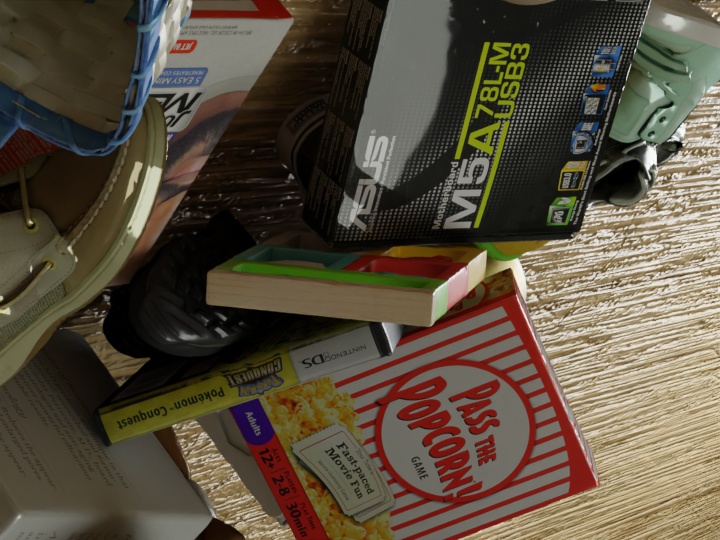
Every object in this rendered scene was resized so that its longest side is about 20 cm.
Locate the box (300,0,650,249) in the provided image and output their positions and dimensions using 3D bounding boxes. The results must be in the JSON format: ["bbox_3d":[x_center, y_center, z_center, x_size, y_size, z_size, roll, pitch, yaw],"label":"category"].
[{"bbox_3d":[0.074,-0.112,1.137,0.193,0.048,0.200,-3,120,-34],"label":"box"}]

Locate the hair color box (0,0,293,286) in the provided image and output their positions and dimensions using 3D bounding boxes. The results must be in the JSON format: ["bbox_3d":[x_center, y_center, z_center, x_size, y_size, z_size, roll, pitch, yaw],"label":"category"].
[{"bbox_3d":[-0.134,-0.077,0.995,0.111,0.064,0.200,-10,144,-50],"label":"hair color box"}]

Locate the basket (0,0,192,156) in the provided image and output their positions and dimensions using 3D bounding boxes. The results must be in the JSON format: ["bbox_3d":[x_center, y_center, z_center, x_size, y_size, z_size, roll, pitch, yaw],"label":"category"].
[{"bbox_3d":[-0.150,-0.114,0.785,0.176,0.139,0.200,110,7,-48],"label":"basket"}]

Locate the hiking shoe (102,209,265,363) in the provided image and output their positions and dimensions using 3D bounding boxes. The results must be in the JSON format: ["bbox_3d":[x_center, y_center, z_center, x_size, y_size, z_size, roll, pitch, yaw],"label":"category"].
[{"bbox_3d":[-0.112,0.028,1.133,0.101,0.076,0.200,-40,-178,13],"label":"hiking shoe"}]

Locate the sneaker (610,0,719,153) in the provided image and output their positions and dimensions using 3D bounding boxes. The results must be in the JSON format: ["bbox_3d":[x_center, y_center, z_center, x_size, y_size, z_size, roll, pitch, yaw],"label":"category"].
[{"bbox_3d":[0.218,-0.145,1.377,0.118,0.074,0.200,-53,157,13],"label":"sneaker"}]

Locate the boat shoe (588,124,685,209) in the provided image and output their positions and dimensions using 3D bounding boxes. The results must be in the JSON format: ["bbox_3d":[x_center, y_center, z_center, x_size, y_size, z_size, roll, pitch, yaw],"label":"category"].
[{"bbox_3d":[0.199,-0.078,1.474,0.200,0.071,0.072,-20,149,-41],"label":"boat shoe"}]

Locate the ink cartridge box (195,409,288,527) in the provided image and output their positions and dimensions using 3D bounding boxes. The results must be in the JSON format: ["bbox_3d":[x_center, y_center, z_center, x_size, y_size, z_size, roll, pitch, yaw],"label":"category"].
[{"bbox_3d":[-0.017,0.096,1.366,0.200,0.145,0.084,-3,136,-53],"label":"ink cartridge box"}]

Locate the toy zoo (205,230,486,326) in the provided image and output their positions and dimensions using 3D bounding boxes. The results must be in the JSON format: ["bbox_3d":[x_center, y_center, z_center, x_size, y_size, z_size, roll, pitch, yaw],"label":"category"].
[{"bbox_3d":[0.000,0.000,1.113,0.200,0.131,0.020,-32,127,-73],"label":"toy zoo"}]

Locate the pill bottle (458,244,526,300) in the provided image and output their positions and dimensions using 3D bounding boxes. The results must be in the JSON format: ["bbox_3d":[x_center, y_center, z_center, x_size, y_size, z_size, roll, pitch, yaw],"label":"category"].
[{"bbox_3d":[0.058,0.031,1.325,0.112,0.112,0.200,-56,-175,32],"label":"pill bottle"}]

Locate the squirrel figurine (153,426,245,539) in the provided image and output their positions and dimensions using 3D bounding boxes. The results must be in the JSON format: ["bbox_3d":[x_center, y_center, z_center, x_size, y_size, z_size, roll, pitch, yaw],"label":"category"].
[{"bbox_3d":[-0.194,0.228,1.354,0.187,0.142,0.200,-24,149,-20],"label":"squirrel figurine"}]

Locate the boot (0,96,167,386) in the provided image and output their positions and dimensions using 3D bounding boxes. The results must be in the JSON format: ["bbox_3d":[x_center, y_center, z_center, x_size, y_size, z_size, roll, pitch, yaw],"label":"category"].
[{"bbox_3d":[-0.200,-0.029,0.900,0.155,0.072,0.200,22,127,-33],"label":"boot"}]

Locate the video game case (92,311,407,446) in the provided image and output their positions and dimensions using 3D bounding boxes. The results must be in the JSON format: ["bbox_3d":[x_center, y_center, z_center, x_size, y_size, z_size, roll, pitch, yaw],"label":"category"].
[{"bbox_3d":[-0.055,0.047,1.156,0.181,0.026,0.200,-19,-173,11],"label":"video game case"}]

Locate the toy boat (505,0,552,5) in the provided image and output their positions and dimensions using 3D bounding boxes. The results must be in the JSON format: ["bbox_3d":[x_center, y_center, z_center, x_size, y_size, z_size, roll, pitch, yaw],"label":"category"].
[{"bbox_3d":[0.098,-0.246,0.993,0.131,0.131,0.200,25,95,-20],"label":"toy boat"}]

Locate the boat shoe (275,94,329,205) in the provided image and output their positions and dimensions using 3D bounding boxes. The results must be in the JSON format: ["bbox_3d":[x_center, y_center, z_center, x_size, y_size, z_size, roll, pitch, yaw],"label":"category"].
[{"bbox_3d":[0.005,-0.049,1.241,0.074,0.068,0.199,-38,156,-5],"label":"boat shoe"}]

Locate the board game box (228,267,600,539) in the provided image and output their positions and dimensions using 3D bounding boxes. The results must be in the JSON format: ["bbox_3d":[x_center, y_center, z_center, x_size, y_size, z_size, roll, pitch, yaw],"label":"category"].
[{"bbox_3d":[0.035,0.104,1.213,0.200,0.152,0.046,-23,-159,9],"label":"board game box"}]

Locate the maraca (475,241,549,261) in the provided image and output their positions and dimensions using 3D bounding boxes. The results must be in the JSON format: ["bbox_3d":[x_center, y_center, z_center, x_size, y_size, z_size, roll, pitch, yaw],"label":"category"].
[{"bbox_3d":[0.096,-0.088,1.265,0.200,0.107,0.137,53,49,-53],"label":"maraca"}]

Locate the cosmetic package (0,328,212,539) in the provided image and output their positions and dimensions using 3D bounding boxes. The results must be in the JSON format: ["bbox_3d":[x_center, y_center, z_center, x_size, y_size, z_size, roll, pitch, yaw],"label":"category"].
[{"bbox_3d":[-0.231,0.136,1.093,0.165,0.165,0.200,-45,156,13],"label":"cosmetic package"}]
